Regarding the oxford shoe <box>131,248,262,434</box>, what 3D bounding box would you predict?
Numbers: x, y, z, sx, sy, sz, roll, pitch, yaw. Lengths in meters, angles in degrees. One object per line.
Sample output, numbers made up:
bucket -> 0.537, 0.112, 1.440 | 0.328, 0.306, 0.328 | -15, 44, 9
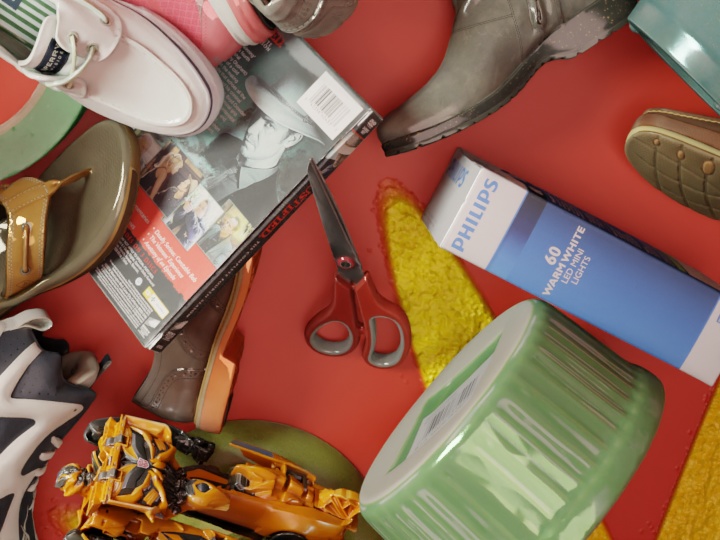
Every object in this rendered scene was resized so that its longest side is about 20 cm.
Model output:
oxford shoe -> -0.106, 0.007, 0.893 | 0.072, 0.071, 0.201 | 12, 101, -1

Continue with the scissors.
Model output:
scissors -> 0.000, 0.000, 0.869 | 0.073, 0.014, 0.201 | 8, 140, 5

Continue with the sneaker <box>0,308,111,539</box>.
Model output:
sneaker -> -0.213, 0.109, 0.899 | 0.129, 0.079, 0.200 | -25, 119, -16

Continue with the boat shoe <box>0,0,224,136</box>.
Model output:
boat shoe -> -0.177, -0.132, 0.802 | 0.199, 0.067, 0.074 | 29, 119, -4

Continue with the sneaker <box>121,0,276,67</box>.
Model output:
sneaker -> -0.139, -0.206, 0.833 | 0.087, 0.074, 0.201 | -35, 89, 14

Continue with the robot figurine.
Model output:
robot figurine -> -0.093, 0.155, 0.863 | 0.199, 0.145, 0.058 | 23, 126, -18

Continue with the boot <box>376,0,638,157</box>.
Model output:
boot -> 0.070, -0.171, 0.877 | 0.199, 0.068, 0.131 | -34, 98, -5

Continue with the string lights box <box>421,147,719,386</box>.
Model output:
string lights box -> 0.144, -0.006, 0.891 | 0.199, 0.103, 0.059 | 26, 99, -9

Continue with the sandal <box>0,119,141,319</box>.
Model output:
sandal -> -0.217, -0.022, 0.856 | 0.199, 0.054, 0.081 | -32, 64, 18

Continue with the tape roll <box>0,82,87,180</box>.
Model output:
tape roll -> -0.261, -0.152, 0.857 | 0.199, 0.048, 0.202 | -1, 103, -5

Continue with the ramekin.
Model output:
ramekin -> 0.089, 0.113, 0.869 | 0.098, 0.200, 0.200 | 41, 96, -4

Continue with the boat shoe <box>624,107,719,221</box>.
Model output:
boat shoe -> 0.274, -0.068, 0.913 | 0.199, 0.072, 0.068 | 19, 67, 0

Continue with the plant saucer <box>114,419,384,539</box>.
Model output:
plant saucer -> -0.080, 0.205, 0.956 | 0.198, 0.031, 0.201 | -1, 103, -4

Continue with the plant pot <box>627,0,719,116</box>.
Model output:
plant pot -> 0.248, -0.158, 0.824 | 0.200, 0.200, 0.134 | 42, 102, -11

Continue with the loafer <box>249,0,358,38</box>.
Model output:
loafer -> -0.059, -0.232, 0.809 | 0.070, 0.070, 0.201 | -33, 68, 33

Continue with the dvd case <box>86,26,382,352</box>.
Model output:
dvd case -> -0.099, -0.067, 0.856 | 0.200, 0.022, 0.146 | -47, 60, 6
